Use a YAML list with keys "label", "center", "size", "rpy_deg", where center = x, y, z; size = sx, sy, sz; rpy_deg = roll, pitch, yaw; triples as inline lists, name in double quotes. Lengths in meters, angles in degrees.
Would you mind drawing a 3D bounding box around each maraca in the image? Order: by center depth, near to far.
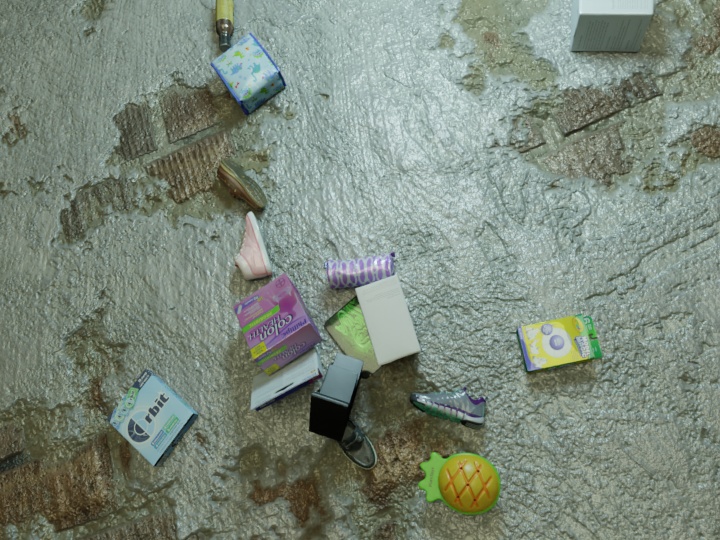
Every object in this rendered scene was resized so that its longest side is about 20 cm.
- label: "maraca"
  center: [0.238, 0.509, 1.506]
  size: [0.195, 0.107, 0.140]
  rpy_deg: [6, 74, 12]

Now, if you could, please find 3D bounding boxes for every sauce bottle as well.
- label: "sauce bottle"
  center: [-0.453, -0.826, 2.086]
  size: [0.063, 0.065, 0.205]
  rpy_deg: [-6, 73, 8]

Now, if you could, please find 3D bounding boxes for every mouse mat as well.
- label: "mouse mat"
  center: [0.013, 0.172, 1.709]
  size: [0.160, 0.008, 0.201]
  rpy_deg: [-39, 70, -3]

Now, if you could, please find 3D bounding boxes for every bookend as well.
- label: "bookend"
  center: [-0.054, 0.280, 1.542]
  size: [0.090, 0.202, 0.201]
  rpy_deg: [16, 54, 5]

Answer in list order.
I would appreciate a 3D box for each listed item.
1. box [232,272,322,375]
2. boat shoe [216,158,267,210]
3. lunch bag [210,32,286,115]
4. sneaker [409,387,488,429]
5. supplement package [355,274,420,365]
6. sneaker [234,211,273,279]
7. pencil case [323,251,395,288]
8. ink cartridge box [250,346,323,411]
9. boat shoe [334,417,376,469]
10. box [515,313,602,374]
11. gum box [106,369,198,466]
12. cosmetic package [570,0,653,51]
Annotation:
- label: "box"
  center: [-0.225, 0.142, 1.682]
  size: [0.174, 0.097, 0.201]
  rpy_deg: [-32, 50, -1]
- label: "boat shoe"
  center: [-0.360, -0.250, 1.887]
  size: [0.200, 0.072, 0.068]
  rpy_deg: [46, 117, 12]
- label: "lunch bag"
  center: [-0.357, -0.626, 1.971]
  size: [0.169, 0.128, 0.201]
  rpy_deg: [-37, 79, -3]
- label: "sneaker"
  center: [0.225, 0.332, 1.593]
  size: [0.196, 0.075, 0.089]
  rpy_deg: [18, 65, 4]
- label: "supplement package"
  center: [0.072, 0.130, 1.627]
  size: [0.117, 0.121, 0.204]
  rpy_deg: [-18, 83, 1]
- label: "sneaker"
  center: [-0.326, -0.067, 1.810]
  size: [0.102, 0.075, 0.204]
  rpy_deg: [-18, 74, -2]
- label: "pencil case"
  center: [0.000, 0.000, 1.731]
  size: [0.195, 0.085, 0.087]
  rpy_deg: [-4, 48, 7]
- label: "ink cartridge box"
  center: [-0.190, 0.287, 1.619]
  size: [0.193, 0.200, 0.044]
  rpy_deg: [-28, 108, 1]
- label: "boat shoe"
  center: [-0.033, 0.423, 1.604]
  size: [0.074, 0.066, 0.201]
  rpy_deg: [-35, 70, -2]
- label: "box"
  center: [0.508, 0.185, 1.595]
  size: [0.195, 0.048, 0.120]
  rpy_deg: [-13, 71, 4]
- label: "gum box"
  center: [-0.572, 0.403, 1.720]
  size: [0.198, 0.045, 0.171]
  rpy_deg: [34, 81, 18]
- label: "cosmetic package"
  center: [0.717, -0.749, 1.794]
  size: [0.195, 0.168, 0.170]
  rpy_deg: [5, 74, 11]
